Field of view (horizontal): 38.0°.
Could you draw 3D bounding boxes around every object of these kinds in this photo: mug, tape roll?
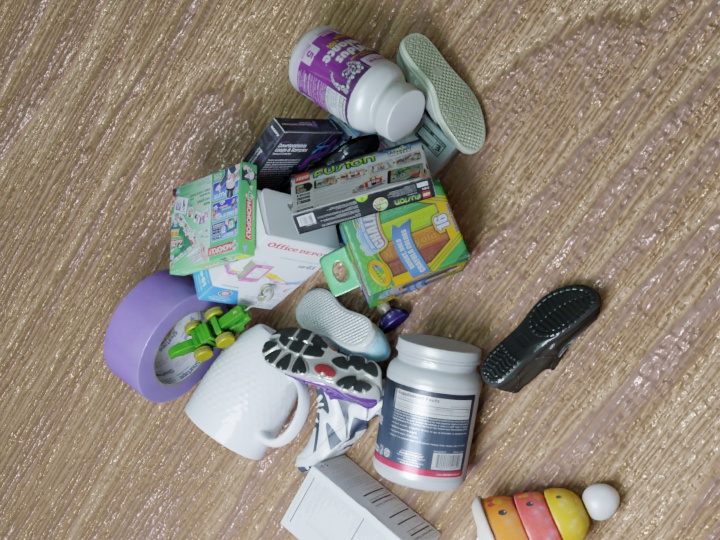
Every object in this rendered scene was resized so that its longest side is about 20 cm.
[{"bbox_3d":[-0.153,0.192,1.624,0.199,0.147,0.176,34,92,43],"label":"mug"},{"bbox_3d":[-0.309,0.105,1.680,0.085,0.199,0.202,31,104,26],"label":"tape roll"}]

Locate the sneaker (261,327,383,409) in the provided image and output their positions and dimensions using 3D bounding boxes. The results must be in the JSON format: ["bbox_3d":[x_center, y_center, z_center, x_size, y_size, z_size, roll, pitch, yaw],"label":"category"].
[{"bbox_3d":[-0.059,0.155,1.543,0.198,0.084,0.081,24,56,21],"label":"sneaker"}]

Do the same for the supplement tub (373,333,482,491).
[{"bbox_3d":[0.099,0.203,1.509,0.139,0.140,0.203,12,96,26],"label":"supplement tub"}]

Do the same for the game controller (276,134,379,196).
[{"bbox_3d":[-0.059,-0.147,1.580,0.199,0.104,0.042,-32,95,29],"label":"game controller"}]

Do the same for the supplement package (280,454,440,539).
[{"bbox_3d":[0.000,0.390,1.578,0.199,0.109,0.114,36,106,22],"label":"supplement package"}]

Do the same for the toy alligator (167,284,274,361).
[{"bbox_3d":[-0.207,0.087,1.623,0.199,0.054,0.060,-32,64,9],"label":"toy alligator"}]

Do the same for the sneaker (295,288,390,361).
[{"bbox_3d":[-0.027,0.094,1.606,0.074,0.082,0.200,-49,38,-7],"label":"sneaker"}]

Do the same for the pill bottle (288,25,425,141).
[{"bbox_3d":[-0.004,-0.272,1.542,0.199,0.112,0.113,36,106,28],"label":"pill bottle"}]

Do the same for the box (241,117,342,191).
[{"bbox_3d":[-0.131,-0.152,1.602,0.200,0.142,0.036,-48,69,30],"label":"box"}]

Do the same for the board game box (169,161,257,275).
[{"bbox_3d":[-0.222,-0.073,1.558,0.199,0.029,0.136,-12,75,49],"label":"board game box"}]

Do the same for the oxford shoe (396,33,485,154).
[{"bbox_3d":[0.118,-0.257,1.545,0.201,0.075,0.058,57,154,7],"label":"oxford shoe"}]

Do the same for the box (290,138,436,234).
[{"bbox_3d":[0.001,-0.119,1.467,0.198,0.111,0.035,-15,125,6],"label":"box"}]

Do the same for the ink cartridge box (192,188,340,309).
[{"bbox_3d":[-0.146,-0.028,1.593,0.200,0.143,0.085,-40,54,39],"label":"ink cartridge box"}]

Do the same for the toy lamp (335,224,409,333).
[{"bbox_3d":[0.000,0.000,1.604,0.058,0.058,0.201,-41,74,21],"label":"toy lamp"}]

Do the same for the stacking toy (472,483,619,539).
[{"bbox_3d":[0.266,0.349,1.456,0.198,0.146,0.147,-26,79,5],"label":"stacking toy"}]

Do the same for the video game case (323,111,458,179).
[{"bbox_3d":[0.028,-0.187,1.607,0.200,0.022,0.182,47,110,18],"label":"video game case"}]

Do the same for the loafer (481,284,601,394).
[{"bbox_3d":[0.260,0.099,1.475,0.199,0.071,0.073,-40,43,10],"label":"loafer"}]

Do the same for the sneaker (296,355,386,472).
[{"bbox_3d":[-0.049,0.209,1.619,0.199,0.079,0.130,-46,70,20],"label":"sneaker"}]

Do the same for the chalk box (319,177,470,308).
[{"bbox_3d":[0.041,-0.029,1.503,0.198,0.124,0.126,-22,80,-4],"label":"chalk box"}]
